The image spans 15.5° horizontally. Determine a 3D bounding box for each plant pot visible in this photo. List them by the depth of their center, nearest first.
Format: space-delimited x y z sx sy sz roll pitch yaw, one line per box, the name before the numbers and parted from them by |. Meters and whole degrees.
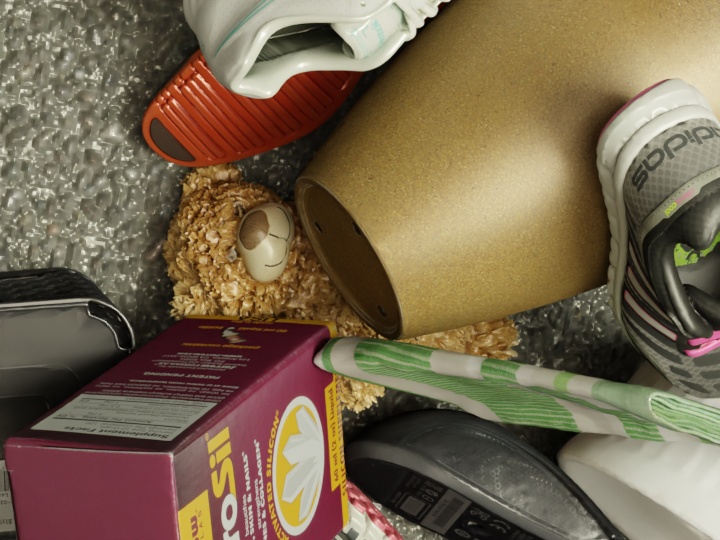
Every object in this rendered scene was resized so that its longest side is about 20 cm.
plant pot | 0.074 -0.055 1.300 0.200 0.186 0.187 -33 106 -16

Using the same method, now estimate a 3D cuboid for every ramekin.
ramekin | 0.210 0.119 1.380 0.200 0.200 0.098 41 81 -18

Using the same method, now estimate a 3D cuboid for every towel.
towel | 0.094 0.063 1.264 0.152 0.199 0.024 19 82 -50

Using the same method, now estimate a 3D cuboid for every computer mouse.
computer mouse | 0.086 0.125 1.398 0.199 0.139 0.053 29 68 -5

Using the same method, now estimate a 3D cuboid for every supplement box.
supplement box | -0.081 0.101 1.244 0.085 0.200 0.111 2 107 21

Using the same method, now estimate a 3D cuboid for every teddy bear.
teddy bear | 0.000 0.000 1.367 0.200 0.067 0.145 30 88 -18

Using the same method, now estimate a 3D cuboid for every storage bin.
storage bin | -0.184 0.107 1.323 0.135 0.094 0.201 -4 101 -14

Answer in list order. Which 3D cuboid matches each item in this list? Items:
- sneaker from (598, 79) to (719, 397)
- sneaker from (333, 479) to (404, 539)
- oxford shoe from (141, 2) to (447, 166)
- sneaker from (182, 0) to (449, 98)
sneaker | 0.161 0.007 1.218 0.074 0.088 0.200 -26 139 -6
sneaker | 0.000 0.170 1.390 0.075 0.081 0.200 -41 108 -3
oxford shoe | -0.028 -0.126 1.343 0.200 0.073 0.071 -34 122 11
sneaker | 0.016 -0.136 1.251 0.200 0.080 0.071 -25 132 6
